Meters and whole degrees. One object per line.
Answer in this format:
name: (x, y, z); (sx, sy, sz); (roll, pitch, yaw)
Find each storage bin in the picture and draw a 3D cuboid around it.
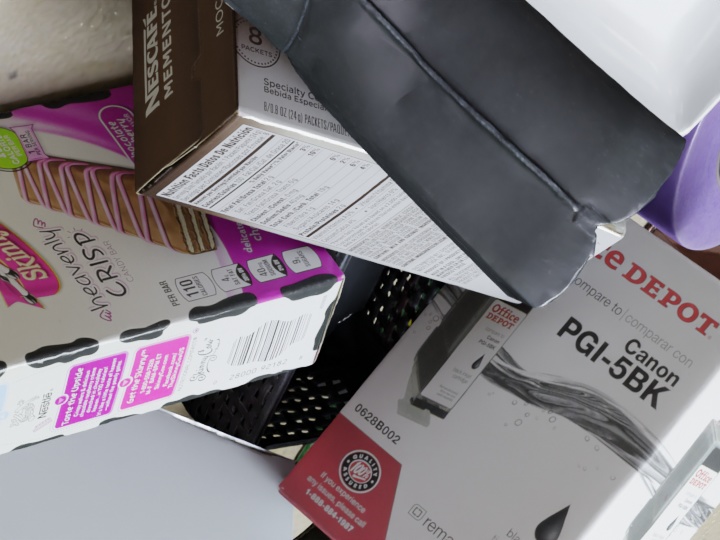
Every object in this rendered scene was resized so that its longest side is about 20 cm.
storage bin: (0.000, 0.000, 1.296); (0.135, 0.094, 0.200); (-6, 136, -40)

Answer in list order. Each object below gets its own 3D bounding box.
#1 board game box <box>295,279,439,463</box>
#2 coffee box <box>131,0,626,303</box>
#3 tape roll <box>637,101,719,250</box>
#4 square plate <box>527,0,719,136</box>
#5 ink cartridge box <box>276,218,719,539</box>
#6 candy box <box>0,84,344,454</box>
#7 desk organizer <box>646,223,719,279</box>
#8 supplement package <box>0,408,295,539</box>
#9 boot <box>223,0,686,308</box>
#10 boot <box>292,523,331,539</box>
board game box: (0.039, 0.070, 1.408); (0.023, 0.105, 0.200); (5, 127, -42)
coffee box: (0.008, -0.071, 1.134); (0.200, 0.113, 0.080); (16, 147, -31)
tape roll: (0.181, -0.115, 1.294); (0.200, 0.085, 0.200); (-43, 156, -25)
square plate: (0.121, -0.174, 1.092); (0.198, 0.028, 0.200); (31, 115, -24)
ink cartridge box: (0.084, 0.073, 1.217); (0.200, 0.147, 0.083); (-51, 144, -3)
candy box: (-0.127, -0.003, 1.127); (0.200, 0.136, 0.061); (-16, 144, -32)
desk organizer: (0.150, 0.074, 1.543); (0.072, 0.077, 0.200); (11, 123, -50)
supplement package: (-0.139, 0.139, 1.194); (0.200, 0.156, 0.111); (25, 142, -34)
boot: (0.053, -0.107, 1.036); (0.165, 0.200, 0.066); (-44, -174, 11)
boot: (-0.017, 0.157, 1.301); (0.097, 0.075, 0.200); (-43, -177, 46)
